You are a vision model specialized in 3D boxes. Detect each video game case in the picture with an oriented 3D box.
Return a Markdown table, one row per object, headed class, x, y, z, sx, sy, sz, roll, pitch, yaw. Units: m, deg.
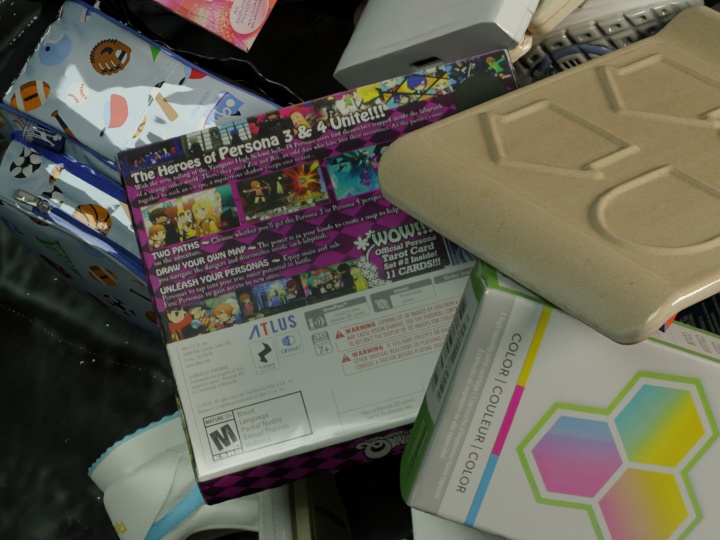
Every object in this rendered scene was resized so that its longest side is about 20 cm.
| class | x | y | z | sx | sy | sz | roll | pitch | yaw |
| --- | --- | --- | --- | --- | --- | --- | --- | --- | --- |
| video game case | 0.000 | 0.000 | 1.202 | 0.199 | 0.036 | 0.182 | -16 | 62 | -4 |

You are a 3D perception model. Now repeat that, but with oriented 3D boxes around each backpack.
| class | x | y | z | sx | sy | sz | roll | pitch | yaw |
| --- | --- | --- | --- | --- | --- | --- | --- | --- | --- |
| backpack | -0.092 | -0.045 | 1.339 | 0.190 | 0.200 | 0.155 | 19 | 80 | 22 |

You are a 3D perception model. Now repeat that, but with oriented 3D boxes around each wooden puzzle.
| class | x | y | z | sx | sy | sz | roll | pitch | yaw |
| --- | --- | --- | --- | --- | --- | --- | --- | --- | --- |
| wooden puzzle | 0.137 | -0.039 | 1.147 | 0.199 | 0.047 | 0.185 | -27 | 38 | -27 |

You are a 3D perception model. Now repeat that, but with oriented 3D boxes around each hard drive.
| class | x | y | z | sx | sy | sz | roll | pitch | yaw |
| --- | --- | --- | --- | --- | --- | --- | --- | --- | --- |
| hard drive | 0.068 | -0.187 | 1.323 | 0.132 | 0.027 | 0.201 | -13 | 46 | 52 |

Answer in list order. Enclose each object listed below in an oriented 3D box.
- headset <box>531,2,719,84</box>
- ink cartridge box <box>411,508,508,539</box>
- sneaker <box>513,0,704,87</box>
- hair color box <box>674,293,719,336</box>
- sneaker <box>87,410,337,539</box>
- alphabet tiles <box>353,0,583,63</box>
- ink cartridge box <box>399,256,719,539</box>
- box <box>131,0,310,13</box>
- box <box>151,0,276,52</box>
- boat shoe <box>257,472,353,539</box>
| class | x | y | z | sx | sy | sz | roll | pitch | yaw |
| --- | --- | --- | --- | --- | --- | --- | --- | --- | --- |
| headset | 0.187 | -0.085 | 1.287 | 0.199 | 0.094 | 0.124 | -5 | 64 | 8 |
| ink cartridge box | 0.067 | 0.083 | 1.244 | 0.067 | 0.117 | 0.201 | -14 | 60 | 16 |
| sneaker | 0.085 | -0.127 | 1.366 | 0.199 | 0.075 | 0.088 | -13 | 57 | 16 |
| hair color box | 0.210 | 0.042 | 1.184 | 0.200 | 0.100 | 0.061 | -37 | 29 | 16 |
| sneaker | -0.036 | 0.090 | 1.319 | 0.199 | 0.077 | 0.081 | -28 | 81 | 4 |
| alphabet tiles | 0.073 | -0.168 | 1.337 | 0.195 | 0.015 | 0.200 | -42 | 28 | 19 |
| ink cartridge box | 0.127 | 0.077 | 1.122 | 0.199 | 0.059 | 0.104 | 19 | 104 | -7 |
| box | -0.066 | -0.227 | 1.422 | 0.199 | 0.115 | 0.133 | 1 | 65 | 42 |
| box | -0.118 | -0.205 | 1.308 | 0.200 | 0.094 | 0.103 | 35 | 96 | 43 |
| boat shoe | -0.036 | 0.187 | 1.248 | 0.068 | 0.075 | 0.201 | -11 | 76 | 18 |
